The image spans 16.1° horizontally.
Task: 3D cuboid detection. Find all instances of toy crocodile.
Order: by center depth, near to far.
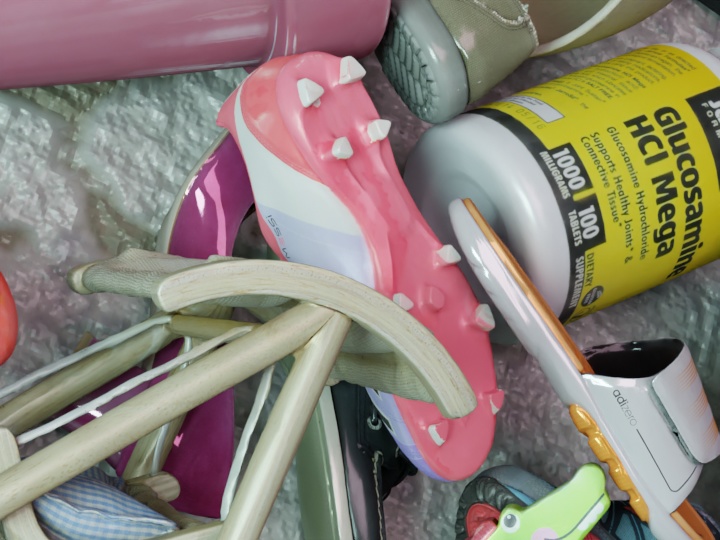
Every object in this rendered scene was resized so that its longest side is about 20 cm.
[{"bbox_3d":[0.038,0.159,1.115,0.062,0.067,0.200,41,96,6],"label":"toy crocodile"}]

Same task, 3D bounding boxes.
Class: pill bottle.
[{"bbox_3d":[0.128,-0.046,1.247,0.199,0.112,0.113,-22,82,-31],"label":"pill bottle"}]

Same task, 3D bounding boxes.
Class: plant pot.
[{"bbox_3d":[-0.104,-0.167,1.146,0.178,0.200,0.201,-19,80,-15],"label":"plant pot"}]

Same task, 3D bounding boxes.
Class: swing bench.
[{"bbox_3d":[-0.085,0.070,1.003,0.130,0.199,0.200,44,79,-12],"label":"swing bench"}]

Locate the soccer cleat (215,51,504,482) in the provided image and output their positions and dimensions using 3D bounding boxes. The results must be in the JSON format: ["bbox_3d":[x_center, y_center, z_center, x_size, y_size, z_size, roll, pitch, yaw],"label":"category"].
[{"bbox_3d":[0.000,0.000,1.123,0.066,0.076,0.201,-28,96,-40],"label":"soccer cleat"}]

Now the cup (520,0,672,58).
[{"bbox_3d":[0.115,-0.204,1.274,0.143,0.200,0.202,-3,71,-50],"label":"cup"}]

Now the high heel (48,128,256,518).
[{"bbox_3d":[-0.056,0.012,1.156,0.096,0.067,0.201,32,65,-1],"label":"high heel"}]

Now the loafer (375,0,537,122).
[{"bbox_3d":[0.023,-0.152,1.218,0.069,0.075,0.201,-18,55,-15],"label":"loafer"}]

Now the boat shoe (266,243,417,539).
[{"bbox_3d":[0.002,0.067,1.166,0.066,0.075,0.201,-4,63,-15],"label":"boat shoe"}]

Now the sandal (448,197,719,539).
[{"bbox_3d":[0.116,0.043,1.133,0.059,0.079,0.207,-34,103,7],"label":"sandal"}]

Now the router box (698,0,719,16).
[{"bbox_3d":[0.277,-0.174,1.404,0.199,0.051,0.150,32,62,-13],"label":"router box"}]

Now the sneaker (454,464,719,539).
[{"bbox_3d":[0.128,0.145,1.210,0.200,0.079,0.096,37,45,-17],"label":"sneaker"}]

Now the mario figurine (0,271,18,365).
[{"bbox_3d":[-0.232,0.025,0.991,0.198,0.123,0.107,1,95,7],"label":"mario figurine"}]
